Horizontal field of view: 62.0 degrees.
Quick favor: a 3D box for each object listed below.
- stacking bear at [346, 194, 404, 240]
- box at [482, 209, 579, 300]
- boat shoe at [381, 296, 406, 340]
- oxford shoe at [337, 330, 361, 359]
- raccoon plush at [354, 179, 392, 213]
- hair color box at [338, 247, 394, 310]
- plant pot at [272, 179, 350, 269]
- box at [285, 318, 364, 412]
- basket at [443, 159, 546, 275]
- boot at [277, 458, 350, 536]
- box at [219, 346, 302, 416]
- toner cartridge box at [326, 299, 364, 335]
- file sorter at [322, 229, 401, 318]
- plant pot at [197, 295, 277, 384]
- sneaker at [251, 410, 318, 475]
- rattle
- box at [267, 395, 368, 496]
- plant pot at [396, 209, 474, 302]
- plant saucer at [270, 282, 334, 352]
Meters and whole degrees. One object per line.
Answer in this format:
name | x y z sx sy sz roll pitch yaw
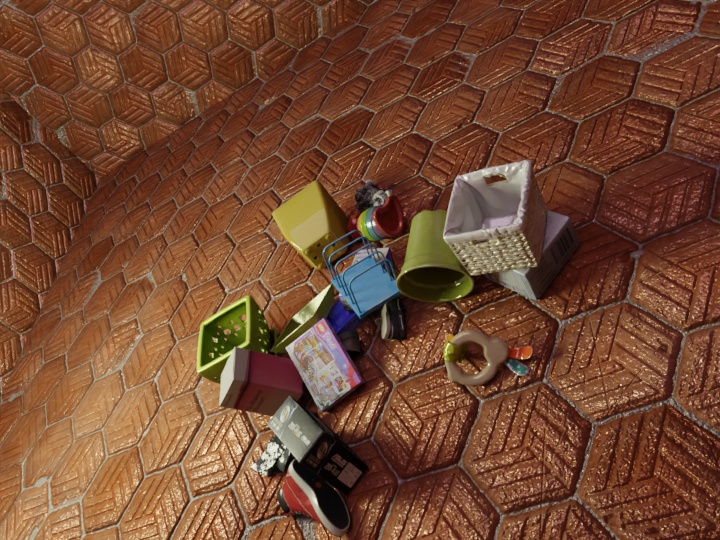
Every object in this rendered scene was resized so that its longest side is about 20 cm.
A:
stacking bear | 0.034 -0.147 1.877 0.198 0.115 0.121 -8 30 50
box | 0.400 -0.057 1.482 0.185 0.105 0.199 -49 40 -10
boat shoe | 0.093 0.111 1.641 0.061 0.074 0.203 11 42 -6
oxford shoe | -0.085 0.246 1.640 0.198 0.073 0.085 -33 43 12
raccoon plush | 0.060 -0.259 1.977 0.131 0.097 0.203 -10 47 22
hair color box | 0.021 0.023 1.722 0.107 0.066 0.202 -4 41 24
plant pot | -0.142 -0.126 1.946 0.192 0.196 0.202 -34 45 8
box | -0.095 0.250 1.591 0.136 0.039 0.202 -36 70 9
basket | 0.319 -0.115 1.393 0.194 0.161 0.203 -8 48 34
boot | -0.113 0.556 1.389 0.200 0.072 0.146 43 122 28
box | -0.267 0.304 1.611 0.129 0.196 0.110 -57 28 36
toner cartridge box | -0.070 0.160 1.729 0.200 0.043 0.095 -45 38 -4
file sorter | 0.000 0.000 1.604 0.137 0.125 0.200 -29 36 -11
plant pot | -0.353 0.233 1.790 0.197 0.182 0.201 -29 39 15
sneaker | -0.194 0.445 1.555 0.103 0.060 0.203 13 66 40
rattle | 0.295 0.195 1.398 0.195 0.143 0.134 -13 77 10
box | -0.098 0.408 1.395 0.087 0.201 0.163 -49 38 -10
plant pot | 0.193 -0.046 1.544 0.196 0.200 0.189 -13 58 30
plant saucer | -0.154 0.148 1.741 0.199 0.048 0.201 -40 11 26
